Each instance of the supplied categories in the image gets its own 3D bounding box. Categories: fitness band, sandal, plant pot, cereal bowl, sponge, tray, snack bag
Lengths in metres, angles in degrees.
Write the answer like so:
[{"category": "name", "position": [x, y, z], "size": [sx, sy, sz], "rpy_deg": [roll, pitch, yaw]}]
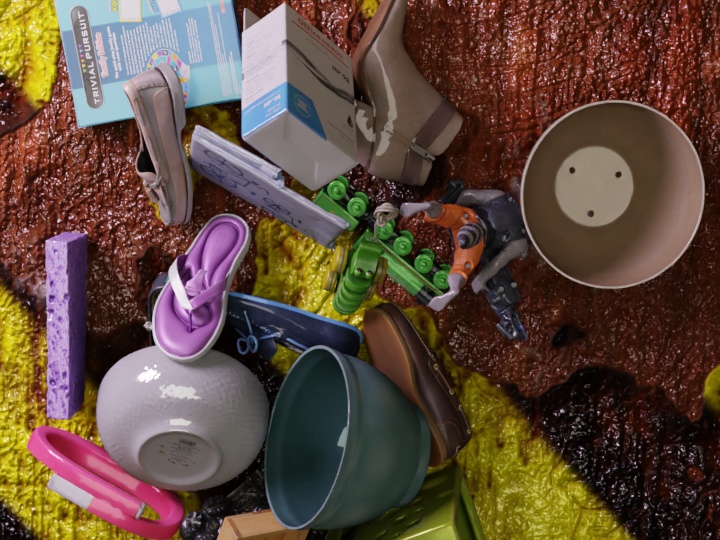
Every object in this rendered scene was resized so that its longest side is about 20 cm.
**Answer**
[{"category": "fitness band", "position": [-0.291, 0.240, 1.628], "size": [0.199, 0.144, 0.038], "rpy_deg": [31, 95, -4]}, {"category": "sandal", "position": [-0.181, 0.009, 1.590], "size": [0.081, 0.050, 0.204], "rpy_deg": [9, 54, 10]}, {"category": "plant pot", "position": [-0.006, 0.196, 1.590], "size": [0.133, 0.200, 0.203], "rpy_deg": [14, 98, -27]}, {"category": "cereal bowl", "position": [-0.202, 0.181, 1.605], "size": [0.197, 0.084, 0.202], "rpy_deg": [0, 132, 0]}, {"category": "sponge", "position": [-0.334, 0.061, 1.621], "size": [0.029, 0.112, 0.203], "rpy_deg": [2, 97, -2]}, {"category": "plant pot", "position": [0.270, -0.090, 1.590], "size": [0.198, 0.135, 0.203], "rpy_deg": [0, 98, 0]}, {"category": "tray", "position": [-0.135, 0.356, 1.635], "size": [0.098, 0.037, 0.201], "rpy_deg": [-4, 131, -36]}, {"category": "snack bag", "position": [-0.101, -0.088, 1.566], "size": [0.199, 0.189, 0.022], "rpy_deg": [31, 81, -3]}, {"category": "plant pot", "position": [0.056, 0.363, 1.623], "size": [0.179, 0.200, 0.201], "rpy_deg": [-17, 98, 8]}]

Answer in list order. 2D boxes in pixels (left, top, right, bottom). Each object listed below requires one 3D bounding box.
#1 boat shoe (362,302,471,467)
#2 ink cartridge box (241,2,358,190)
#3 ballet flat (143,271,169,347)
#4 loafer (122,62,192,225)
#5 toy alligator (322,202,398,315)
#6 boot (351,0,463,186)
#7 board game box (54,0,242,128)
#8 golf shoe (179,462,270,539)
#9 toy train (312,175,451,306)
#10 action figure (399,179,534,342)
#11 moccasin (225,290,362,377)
[{"category": "boat shoe", "position": [0.067, 0.125, 1.658], "size": [0.070, 0.070, 0.202], "rpy_deg": [-29, 102, -34]}, {"category": "ink cartridge box", "position": [-0.066, -0.201, 1.530], "size": [0.066, 0.202, 0.115], "rpy_deg": [-29, 136, 29]}, {"category": "ballet flat", "position": [-0.218, 0.103, 1.649], "size": [0.072, 0.073, 0.203], "rpy_deg": [-2, 98, 0]}, {"category": "loafer", "position": [-0.229, -0.134, 1.582], "size": [0.062, 0.072, 0.202], "rpy_deg": [-20, 132, -25]}, {"category": "toy alligator", "position": [0.000, 0.000, 1.580], "size": [0.059, 0.200, 0.055], "rpy_deg": [14, 57, -11]}, {"category": "boot", "position": [0.053, -0.202, 1.616], "size": [0.145, 0.070, 0.201], "rpy_deg": [28, 98, -10]}, {"category": "board game box", "position": [-0.233, -0.253, 1.612], "size": [0.197, 0.047, 0.153], "rpy_deg": [-9, 98, 1]}, {"category": "golf shoe", "position": [-0.121, 0.283, 1.677], "size": [0.198, 0.095, 0.078], "rpy_deg": [-21, 63, -19]}, {"category": "toy train", "position": [0.025, -0.032, 1.647], "size": [0.200, 0.042, 0.056], "rpy_deg": [40, 105, -5]}, {"category": "action figure", "position": [0.144, -0.018, 1.581], "size": [0.104, 0.193, 0.202], "rpy_deg": [-33, 83, 43]}, {"category": "moccasin", "position": [-0.097, 0.072, 1.636], "size": [0.198, 0.080, 0.069], "rpy_deg": [16, 86, -1]}]
